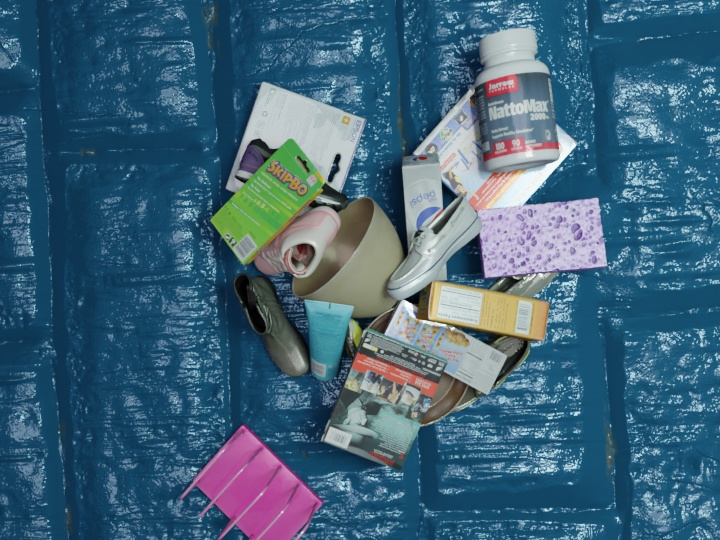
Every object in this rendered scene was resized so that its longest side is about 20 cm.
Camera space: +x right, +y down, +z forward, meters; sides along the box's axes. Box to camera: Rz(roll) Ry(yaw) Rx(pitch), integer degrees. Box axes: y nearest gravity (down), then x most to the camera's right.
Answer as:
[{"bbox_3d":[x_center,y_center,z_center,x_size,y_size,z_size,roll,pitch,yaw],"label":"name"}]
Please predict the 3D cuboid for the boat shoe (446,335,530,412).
[{"bbox_3d":[0.207,0.170,1.224,0.201,0.060,0.072,-42,89,5],"label":"boat shoe"}]

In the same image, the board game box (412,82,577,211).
[{"bbox_3d":[0.224,-0.202,1.217,0.196,0.056,0.200,43,95,3],"label":"board game box"}]

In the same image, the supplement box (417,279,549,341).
[{"bbox_3d":[0.192,0.064,1.139,0.197,0.067,0.070,13,83,-10],"label":"supplement box"}]

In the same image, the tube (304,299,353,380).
[{"bbox_3d":[-0.056,0.112,1.184,0.076,0.201,0.051,4,53,-3],"label":"tube"}]

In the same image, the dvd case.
[{"bbox_3d":[0.037,0.209,1.158,0.144,0.022,0.202,20,100,-4],"label":"dvd case"}]

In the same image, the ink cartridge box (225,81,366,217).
[{"bbox_3d":[-0.111,-0.199,1.254,0.198,0.043,0.199,21,91,4],"label":"ink cartridge box"}]

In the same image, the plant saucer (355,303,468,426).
[{"bbox_3d":[0.085,0.155,1.195,0.197,0.034,0.204,0,93,-8],"label":"plant saucer"}]

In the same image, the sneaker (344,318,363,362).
[{"bbox_3d":[0.032,0.164,1.242,0.076,0.075,0.202,-31,98,-5],"label":"sneaker"}]

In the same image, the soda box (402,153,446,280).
[{"bbox_3d":[0.106,-0.085,1.192,0.062,0.068,0.203,-4,111,5],"label":"soda box"}]

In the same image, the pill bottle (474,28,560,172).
[{"bbox_3d":[0.240,-0.263,1.127,0.118,0.120,0.203,-8,90,5],"label":"pill bottle"}]

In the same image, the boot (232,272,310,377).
[{"bbox_3d":[-0.156,0.099,1.221,0.067,0.131,0.202,-28,89,6],"label":"boot"}]

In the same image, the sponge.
[{"bbox_3d":[0.290,-0.051,1.167,0.197,0.030,0.113,-5,84,3],"label":"sponge"}]

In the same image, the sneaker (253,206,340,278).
[{"bbox_3d":[-0.123,-0.027,1.191,0.199,0.105,0.075,-28,116,37],"label":"sneaker"}]

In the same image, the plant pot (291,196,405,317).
[{"bbox_3d":[0.000,0.000,1.191,0.134,0.200,0.201,39,95,-23],"label":"plant pot"}]

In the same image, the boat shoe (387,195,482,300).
[{"bbox_3d":[0.104,-0.040,1.123,0.200,0.073,0.067,-43,113,-23],"label":"boat shoe"}]

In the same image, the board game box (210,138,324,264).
[{"bbox_3d":[-0.147,-0.110,1.158,0.200,0.030,0.096,-42,80,21],"label":"board game box"}]

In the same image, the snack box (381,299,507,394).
[{"bbox_3d":[0.136,0.123,1.169,0.198,0.024,0.073,28,90,-6],"label":"snack box"}]

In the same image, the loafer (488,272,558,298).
[{"bbox_3d":[0.272,0.009,1.208,0.070,0.070,0.201,38,95,-16],"label":"loafer"}]

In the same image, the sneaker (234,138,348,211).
[{"bbox_3d":[-0.106,-0.164,1.199,0.197,0.076,0.089,19,86,6],"label":"sneaker"}]

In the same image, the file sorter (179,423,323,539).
[{"bbox_3d":[-0.189,0.396,1.234,0.200,0.125,0.139,43,95,3],"label":"file sorter"}]
